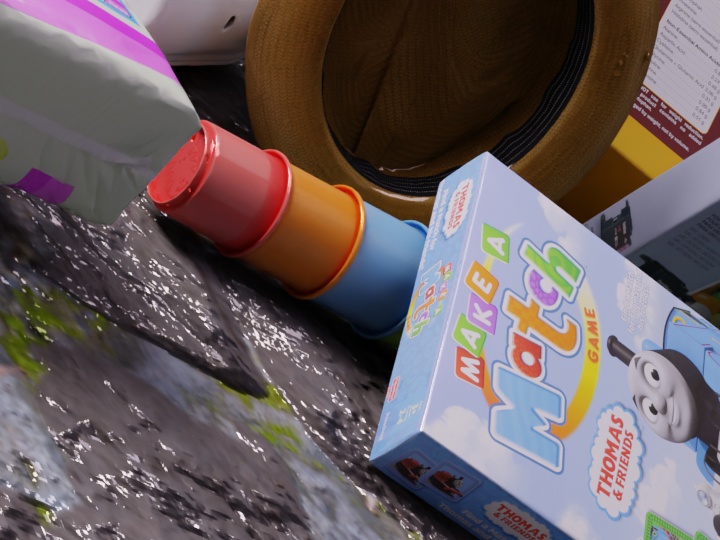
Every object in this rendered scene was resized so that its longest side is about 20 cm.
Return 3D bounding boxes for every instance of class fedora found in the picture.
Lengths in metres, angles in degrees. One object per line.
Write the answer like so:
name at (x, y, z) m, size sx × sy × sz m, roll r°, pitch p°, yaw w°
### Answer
fedora at (0.034, -0.110, 1.314) m, size 0.200 × 0.201 × 0.082 m, roll 35°, pitch 9°, yaw -26°

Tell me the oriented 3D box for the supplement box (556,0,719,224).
supplement box at (0.110, -0.147, 1.505) m, size 0.197 × 0.200 × 0.133 m, roll 37°, pitch -25°, yaw -19°

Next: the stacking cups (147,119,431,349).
stacking cups at (0.000, 0.000, 1.208) m, size 0.200 × 0.061 × 0.061 m, roll 26°, pitch 23°, yaw -37°

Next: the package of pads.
package of pads at (-0.161, -0.111, 1.000) m, size 0.200 × 0.068 × 0.155 m, roll 26°, pitch 25°, yaw -50°

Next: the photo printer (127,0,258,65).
photo printer at (-0.112, -0.164, 1.323) m, size 0.166 × 0.069 × 0.200 m, roll 45°, pitch 16°, yaw 9°

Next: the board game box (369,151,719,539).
board game box at (0.101, 0.066, 1.199) m, size 0.200 × 0.037 × 0.152 m, roll 35°, pitch 45°, yaw -22°

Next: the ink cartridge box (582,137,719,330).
ink cartridge box at (0.184, -0.011, 1.405) m, size 0.119 × 0.200 × 0.042 m, roll 30°, pitch 38°, yaw -38°
